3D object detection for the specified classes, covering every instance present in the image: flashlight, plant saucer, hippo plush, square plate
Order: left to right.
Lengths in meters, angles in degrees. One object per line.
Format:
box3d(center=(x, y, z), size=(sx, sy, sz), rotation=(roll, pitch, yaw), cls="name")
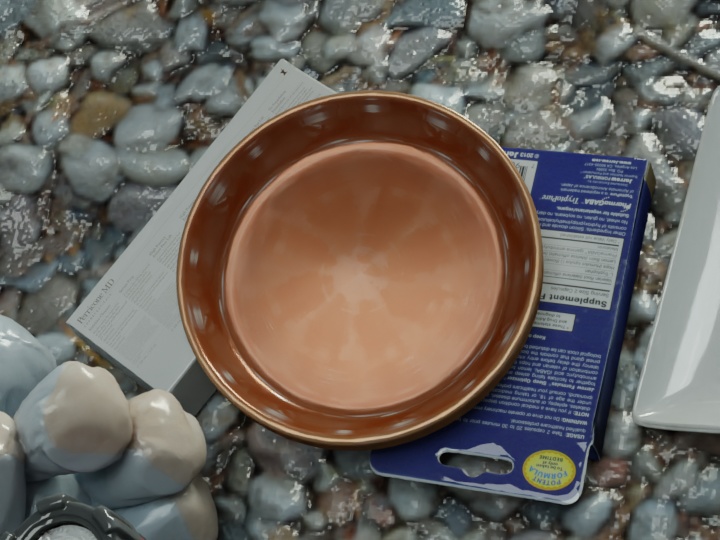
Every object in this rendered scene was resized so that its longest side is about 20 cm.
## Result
box3d(center=(-0.173, 0.108, 0.987), size=(0.158, 0.201, 0.161), rotation=(-9, 32, -22), cls="hippo plush")
box3d(center=(-0.107, 0.169, 0.885), size=(0.067, 0.200, 0.068), rotation=(-19, 61, 7), cls="flashlight")
box3d(center=(0.000, 0.000, 0.983), size=(0.199, 0.032, 0.202), rotation=(-4, 69, 9), cls="plant saucer")
box3d(center=(0.247, -0.004, 0.923), size=(0.197, 0.028, 0.201), rotation=(2, 69, 43), cls="square plate")

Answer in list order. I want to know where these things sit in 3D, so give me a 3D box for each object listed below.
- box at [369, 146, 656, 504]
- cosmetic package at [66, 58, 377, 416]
box3d(center=(0.083, 0.029, 0.991), size=(0.120, 0.032, 0.201), rotation=(7, 66, 20), cls="box")
box3d(center=(-0.071, -0.018, 1.049), size=(0.082, 0.051, 0.200), rotation=(34, 79, 23), cls="cosmetic package")
